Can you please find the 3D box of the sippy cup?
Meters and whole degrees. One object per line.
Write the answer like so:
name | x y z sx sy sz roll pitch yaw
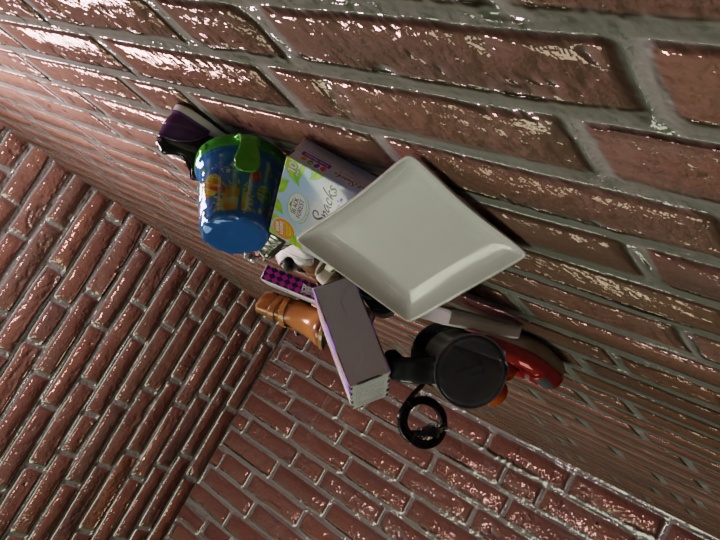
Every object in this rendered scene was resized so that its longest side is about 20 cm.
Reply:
sippy cup | -0.172 -0.099 1.117 0.139 0.131 0.178 -12 146 17

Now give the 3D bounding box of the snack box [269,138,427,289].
snack box | -0.012 -0.062 1.027 0.200 0.053 0.142 30 136 8

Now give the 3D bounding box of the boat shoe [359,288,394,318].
boat shoe | 0.000 0.000 1.349 0.200 0.075 0.062 59 177 42

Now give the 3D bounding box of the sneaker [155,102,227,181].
sneaker | -0.217 -0.162 1.210 0.200 0.088 0.076 33 170 -15

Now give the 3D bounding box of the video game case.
video game case | -0.076 0.052 1.526 0.199 0.036 0.181 21 174 12

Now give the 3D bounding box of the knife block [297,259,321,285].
knife block | -0.045 0.004 1.571 0.200 0.064 0.176 26 170 23

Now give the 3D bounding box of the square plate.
square plate | 0.060 -0.035 0.942 0.200 0.029 0.198 37 132 -25

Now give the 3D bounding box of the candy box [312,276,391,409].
candy box | -0.013 0.122 1.294 0.200 0.071 0.168 87 162 -71

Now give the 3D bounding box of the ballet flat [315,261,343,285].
ballet flat | -0.039 -0.014 1.256 0.067 0.070 0.200 46 145 13

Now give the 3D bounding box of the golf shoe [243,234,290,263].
golf shoe | -0.131 -0.054 1.239 0.077 0.088 0.200 36 166 -11

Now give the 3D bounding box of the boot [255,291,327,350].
boot | -0.126 0.085 1.528 0.155 0.077 0.200 23 -174 -2

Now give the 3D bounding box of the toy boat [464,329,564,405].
toy boat | 0.251 0.177 1.403 0.200 0.131 0.130 19 165 47

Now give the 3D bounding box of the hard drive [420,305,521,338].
hard drive | 0.153 0.075 1.284 0.132 0.027 0.200 14 180 44

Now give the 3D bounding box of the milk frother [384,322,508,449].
milk frother | 0.141 0.200 1.292 0.188 0.180 0.201 -165 56 -83

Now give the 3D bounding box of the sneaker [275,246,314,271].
sneaker | -0.148 -0.049 1.488 0.078 0.100 0.200 -5 -168 -30

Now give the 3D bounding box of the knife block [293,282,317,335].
knife block | -0.064 0.082 1.732 0.200 0.176 0.064 23 169 37
